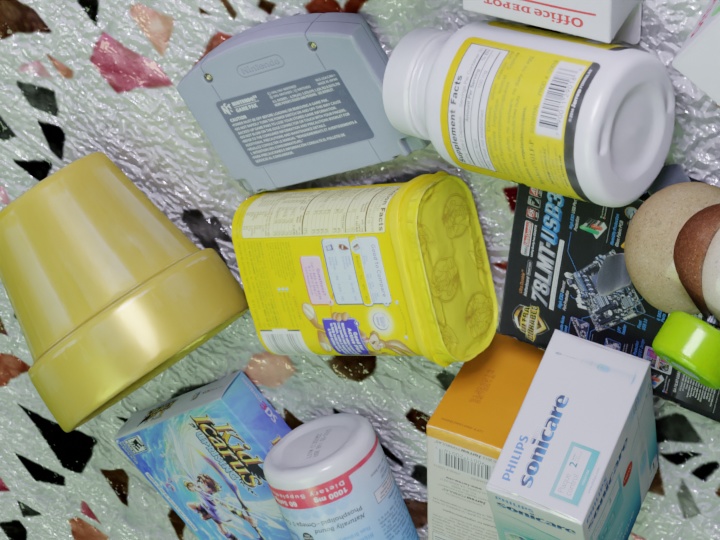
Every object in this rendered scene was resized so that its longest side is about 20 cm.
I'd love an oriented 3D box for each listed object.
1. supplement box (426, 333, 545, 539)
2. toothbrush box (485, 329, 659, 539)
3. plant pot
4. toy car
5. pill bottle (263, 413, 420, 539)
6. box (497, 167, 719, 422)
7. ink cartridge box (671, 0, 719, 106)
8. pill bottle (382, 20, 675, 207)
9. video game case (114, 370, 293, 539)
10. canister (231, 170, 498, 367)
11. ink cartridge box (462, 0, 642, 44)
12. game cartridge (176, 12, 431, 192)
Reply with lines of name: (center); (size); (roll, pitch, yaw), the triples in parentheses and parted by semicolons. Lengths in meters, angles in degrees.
supplement box: (0.113, 0.170, 1.749); (0.073, 0.126, 0.201); (17, 136, 20)
toothbrush box: (0.172, 0.162, 1.642); (0.085, 0.147, 0.200); (18, 155, 20)
plant pot: (-0.227, 0.010, 1.801); (0.189, 0.200, 0.201); (55, 138, 1)
toy car: (0.244, -0.004, 1.420); (0.158, 0.165, 0.200); (35, 175, -33)
pill bottle: (-0.006, 0.241, 1.894); (0.108, 0.109, 0.201); (-6, 116, 38)
box: (0.211, 0.005, 1.585); (0.198, 0.050, 0.201); (22, 138, 18)
ink cartridge box: (0.322, -0.174, 1.265); (0.146, 0.147, 0.200); (39, 139, -3)
pill bottle: (0.116, -0.119, 1.479); (0.199, 0.111, 0.112); (18, 138, 38)
video game case: (-0.119, 0.204, 2.007); (0.181, 0.046, 0.200); (-24, 112, 44)
canister: (0.000, 0.000, 1.685); (0.199, 0.086, 0.149); (-1, 110, 38)
ink cartridge box: (0.132, -0.231, 1.406); (0.115, 0.068, 0.201); (16, 136, 23)
game cartridge: (-0.050, -0.136, 1.648); (0.199, 0.042, 0.134); (-10, 117, 41)
